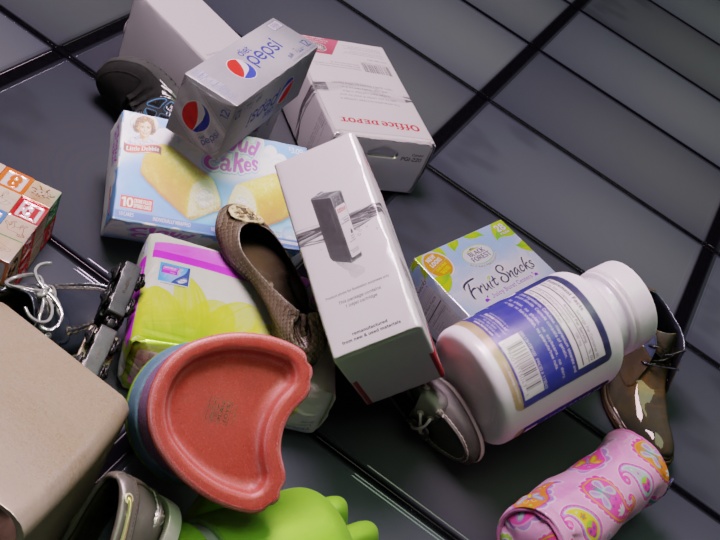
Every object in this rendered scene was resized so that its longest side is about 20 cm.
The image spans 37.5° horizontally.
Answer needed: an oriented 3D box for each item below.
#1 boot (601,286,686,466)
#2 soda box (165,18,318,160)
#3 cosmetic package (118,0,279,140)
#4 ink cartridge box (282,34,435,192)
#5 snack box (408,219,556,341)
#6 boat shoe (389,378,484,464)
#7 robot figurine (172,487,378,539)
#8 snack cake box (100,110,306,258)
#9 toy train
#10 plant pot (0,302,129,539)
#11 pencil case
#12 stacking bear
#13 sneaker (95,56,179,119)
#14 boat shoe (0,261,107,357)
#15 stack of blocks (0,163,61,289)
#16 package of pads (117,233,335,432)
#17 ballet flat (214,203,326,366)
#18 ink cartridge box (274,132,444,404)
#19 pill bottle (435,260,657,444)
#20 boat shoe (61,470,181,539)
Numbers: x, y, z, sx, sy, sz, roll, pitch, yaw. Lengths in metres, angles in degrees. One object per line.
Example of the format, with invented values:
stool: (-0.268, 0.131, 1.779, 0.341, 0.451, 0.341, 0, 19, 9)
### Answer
boot: (0.318, 0.112, 1.177, 0.074, 0.098, 0.202, 10, 42, -21)
soda box: (-0.118, -0.191, 1.091, 0.063, 0.069, 0.200, 32, 36, 5)
cosmetic package: (-0.188, -0.230, 1.237, 0.084, 0.108, 0.200, -22, 61, -44)
ink cartridge box: (-0.012, -0.197, 1.327, 0.144, 0.085, 0.201, 2, 44, -29)
snack box: (0.163, 0.050, 1.175, 0.200, 0.068, 0.168, 45, 42, 21)
boat shoe: (0.042, 0.112, 1.033, 0.056, 0.067, 0.201, -20, 64, -33)
robot figurine: (-0.080, 0.231, 0.785, 0.198, 0.117, 0.175, -8, 24, -35)
snack cake box: (-0.158, -0.082, 1.087, 0.197, 0.067, 0.117, 9, 73, -23)
toy train: (-0.228, 0.080, 0.893, 0.034, 0.046, 0.202, 28, 52, -18)
plant pot: (-0.275, 0.136, 0.724, 0.199, 0.201, 0.177, 35, 28, 9)
pencil case: (0.215, 0.224, 1.006, 0.199, 0.088, 0.088, -20, 59, -45)
stacking bear: (-0.130, 0.113, 0.822, 0.112, 0.200, 0.123, 21, 74, -18)
sneaker: (-0.226, -0.163, 1.166, 0.199, 0.074, 0.082, 37, 46, 14)
boat shoe: (-0.291, 0.039, 0.911, 0.198, 0.062, 0.075, -10, 50, -39)
stack of blocks: (-0.390, -0.061, 0.963, 0.198, 0.059, 0.116, 25, 39, -5)
package of pads: (-0.119, 0.060, 0.990, 0.197, 0.069, 0.156, 16, 40, -16)
ballet flat: (-0.080, 0.002, 0.987, 0.067, 0.047, 0.201, -1, 46, -34)
ink cartridge box: (0.000, 0.000, 0.969, 0.083, 0.145, 0.202, -20, 65, 4)
pill bottle: (0.183, 0.071, 1.025, 0.198, 0.120, 0.120, -25, 59, -21)
boat shoe: (-0.194, 0.230, 0.699, 0.060, 0.071, 0.203, 48, 61, -38)
